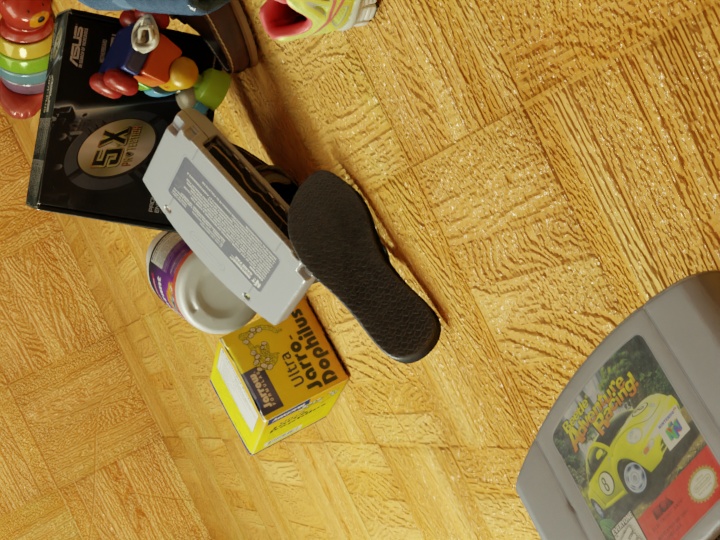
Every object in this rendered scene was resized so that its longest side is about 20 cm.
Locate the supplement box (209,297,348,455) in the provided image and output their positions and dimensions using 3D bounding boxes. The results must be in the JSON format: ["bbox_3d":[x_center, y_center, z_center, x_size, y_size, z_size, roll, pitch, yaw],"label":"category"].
[{"bbox_3d":[-0.097,0.125,1.783,0.109,0.109,0.200,60,164,11],"label":"supplement box"}]

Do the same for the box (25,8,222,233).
[{"bbox_3d":[-0.238,-0.149,1.565,0.086,0.163,0.201,-165,85,-69],"label":"box"}]

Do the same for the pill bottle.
[{"bbox_3d":[-0.199,0.003,1.909,0.200,0.111,0.112,28,141,64],"label":"pill bottle"}]

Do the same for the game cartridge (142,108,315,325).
[{"bbox_3d":[-0.123,-0.047,1.482,0.200,0.041,0.133,48,141,7],"label":"game cartridge"}]

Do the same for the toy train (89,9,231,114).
[{"bbox_3d":[-0.170,-0.186,1.433,0.115,0.085,0.200,26,174,-20],"label":"toy train"}]

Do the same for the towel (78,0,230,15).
[{"bbox_3d":[-0.164,-0.263,1.328,0.200,0.112,0.049,15,139,49],"label":"towel"}]

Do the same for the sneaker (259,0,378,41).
[{"bbox_3d":[-0.030,-0.220,1.080,0.078,0.090,0.200,59,162,22],"label":"sneaker"}]

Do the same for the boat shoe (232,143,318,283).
[{"bbox_3d":[-0.087,-0.072,1.535,0.200,0.076,0.074,43,150,32],"label":"boat shoe"}]

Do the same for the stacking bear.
[{"bbox_3d":[-0.503,-0.350,2.343,0.114,0.121,0.200,45,147,31],"label":"stacking bear"}]

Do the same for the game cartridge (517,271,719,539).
[{"bbox_3d":[0.163,0.102,0.855,0.200,0.041,0.133,-58,40,35],"label":"game cartridge"}]

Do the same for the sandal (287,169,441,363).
[{"bbox_3d":[0.000,0.001,1.370,0.200,0.076,0.043,58,-170,21],"label":"sandal"}]

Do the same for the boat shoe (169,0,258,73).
[{"bbox_3d":[-0.166,-0.272,1.464,0.200,0.070,0.070,63,161,-1],"label":"boat shoe"}]
